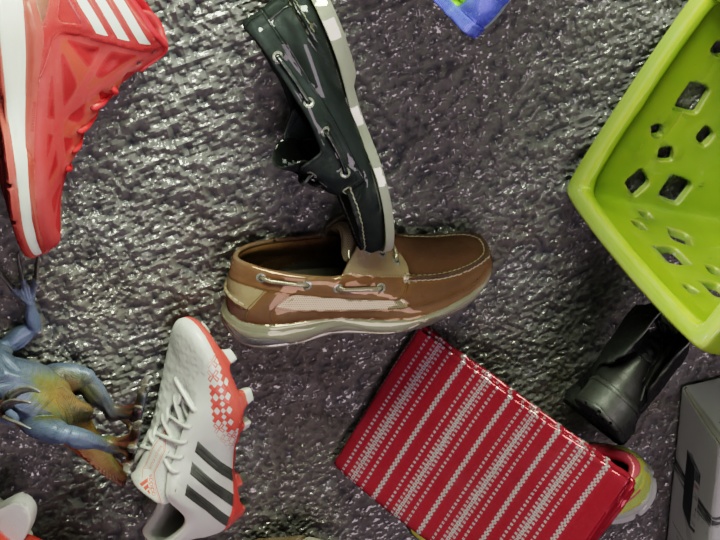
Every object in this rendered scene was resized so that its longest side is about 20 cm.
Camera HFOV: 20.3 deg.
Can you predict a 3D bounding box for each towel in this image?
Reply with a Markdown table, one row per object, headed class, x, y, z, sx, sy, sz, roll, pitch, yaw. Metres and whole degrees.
| class | x | y | z | sx | sy | sz | roll | pitch | yaw |
| --- | --- | --- | --- | --- | --- | --- | --- | --- | --- |
| towel | 0.091 | 0.152 | 1.509 | 0.145 | 0.200 | 0.022 | -58 | 168 | 22 |

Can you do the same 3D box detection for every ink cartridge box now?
| class | x | y | z | sx | sy | sz | roll | pitch | yaw |
| --- | --- | --- | --- | --- | --- | --- | --- | --- | --- |
| ink cartridge box | 0.340 | 0.179 | 1.674 | 0.143 | 0.084 | 0.201 | -12 | 129 | -13 |

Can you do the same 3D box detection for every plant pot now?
| class | x | y | z | sx | sy | sz | roll | pitch | yaw |
| --- | --- | --- | --- | --- | --- | --- | --- | --- | --- |
| plant pot | 0.298 | -0.060 | 1.414 | 0.181 | 0.200 | 0.200 | 14 | 118 | -39 |

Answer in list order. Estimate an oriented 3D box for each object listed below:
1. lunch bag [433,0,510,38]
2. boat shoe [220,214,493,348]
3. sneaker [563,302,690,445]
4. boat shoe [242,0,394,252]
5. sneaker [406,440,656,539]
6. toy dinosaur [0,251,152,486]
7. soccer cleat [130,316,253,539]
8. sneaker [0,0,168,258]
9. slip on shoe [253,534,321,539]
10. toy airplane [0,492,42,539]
| class | x | y | z | sx | sy | sz | roll | pitch | yaw |
| --- | --- | --- | --- | --- | --- | --- | --- | --- | --- |
| lunch bag | 0.080 | -0.247 | 1.177 | 0.127 | 0.200 | 0.170 | 27 | 112 | -36 |
| boat shoe | 0.000 | 0.000 | 1.409 | 0.199 | 0.076 | 0.072 | -12 | 126 | -16 |
| sneaker | 0.207 | 0.072 | 1.507 | 0.060 | 0.200 | 0.104 | 37 | 88 | 6 |
| boat shoe | -0.029 | -0.091 | 1.324 | 0.066 | 0.075 | 0.200 | -22 | 125 | -10 |
| sneaker | 0.128 | 0.165 | 1.548 | 0.199 | 0.079 | 0.090 | -13 | 163 | 2 |
| toy dinosaur | -0.238 | 0.092 | 1.374 | 0.180 | 0.105 | 0.201 | 13 | 134 | -6 |
| soccer cleat | -0.126 | 0.121 | 1.445 | 0.085 | 0.069 | 0.201 | -25 | 137 | -26 |
| sneaker | -0.172 | -0.101 | 1.261 | 0.115 | 0.078 | 0.201 | -10 | 129 | -14 |
| slip on shoe | -0.043 | 0.281 | 1.610 | 0.060 | 0.076 | 0.201 | 7 | 142 | 21 |
| toy airplane | -0.221 | 0.253 | 1.455 | 0.198 | 0.142 | 0.201 | 5 | 143 | 1 |
